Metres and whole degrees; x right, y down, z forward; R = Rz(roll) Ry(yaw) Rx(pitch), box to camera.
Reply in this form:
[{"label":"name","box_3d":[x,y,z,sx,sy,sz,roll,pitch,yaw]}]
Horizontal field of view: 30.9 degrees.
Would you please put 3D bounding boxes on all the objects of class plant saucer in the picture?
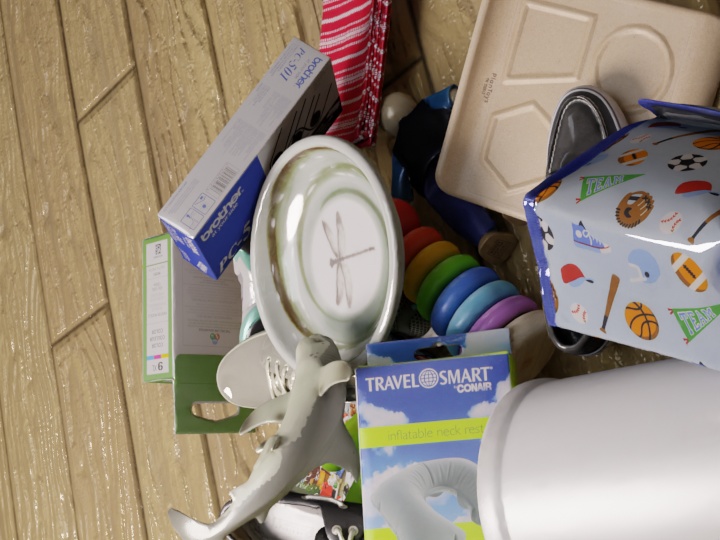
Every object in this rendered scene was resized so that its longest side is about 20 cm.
[{"label":"plant saucer","box_3d":[-0.018,-0.010,1.081,0.199,0.050,0.204,5,97,51]}]

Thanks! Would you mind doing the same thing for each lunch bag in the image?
[{"label":"lunch bag","box_3d":[0.234,-0.041,0.853,0.169,0.199,0.125,19,131,47]}]

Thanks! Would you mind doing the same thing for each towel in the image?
[{"label":"towel","box_3d":[-0.012,-0.215,1.234,0.144,0.022,0.204,-176,92,-66]}]

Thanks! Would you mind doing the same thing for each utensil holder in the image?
[{"label":"utensil holder","box_3d":[0.206,0.145,0.875,0.198,0.169,0.173,-15,74,43]}]

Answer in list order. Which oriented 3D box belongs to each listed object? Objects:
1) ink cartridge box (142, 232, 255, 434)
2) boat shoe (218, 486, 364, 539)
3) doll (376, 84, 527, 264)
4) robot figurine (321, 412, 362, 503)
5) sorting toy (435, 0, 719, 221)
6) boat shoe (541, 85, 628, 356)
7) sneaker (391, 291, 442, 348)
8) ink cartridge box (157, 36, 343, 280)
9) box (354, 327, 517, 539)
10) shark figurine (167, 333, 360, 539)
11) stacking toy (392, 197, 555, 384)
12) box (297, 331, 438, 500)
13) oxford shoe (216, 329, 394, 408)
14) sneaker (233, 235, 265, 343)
[{"label":"ink cartridge box","box_3d":[-0.166,0.067,1.335,0.059,0.103,0.203,-12,77,46]},{"label":"boat shoe","box_3d":[-0.022,0.209,1.017,0.198,0.060,0.075,13,96,31]},{"label":"doll","box_3d":[0.070,-0.091,1.138,0.201,0.048,0.137,52,121,37]},{"label":"robot figurine","box_3d":[0.053,0.183,1.071,0.175,0.115,0.202,36,113,24]},{"label":"sorting toy","box_3d":[0.170,-0.124,1.013,0.198,0.036,0.188,20,101,26]},{"label":"boat shoe","box_3d":[0.160,-0.036,0.962,0.069,0.066,0.204,5,94,27]},{"label":"sneaker","box_3d":[0.000,0.000,1.171,0.199,0.090,0.079,31,107,45]},{"label":"ink cartridge box","box_3d":[-0.092,-0.097,1.142,0.044,0.094,0.201,31,75,17]},{"label":"box","box_3d":[0.061,0.144,0.957,0.120,0.048,0.203,-6,76,11]},{"label":"shark figurine","box_3d":[-0.046,0.147,0.983,0.127,0.089,0.216,-6,46,57]},{"label":"stacking toy","box_3d":[0.070,0.010,1.070,0.200,0.085,0.086,46,118,28]},{"label":"box","box_3d":[-0.002,0.153,1.194,0.136,0.037,0.203,27,105,46]},{"label":"oxford shoe","box_3d":[-0.057,0.091,1.157,0.198,0.058,0.076,-9,109,35]},{"label":"sneaker","box_3d":[-0.085,0.009,1.268,0.140,0.076,0.203,-116,22,-77]}]
